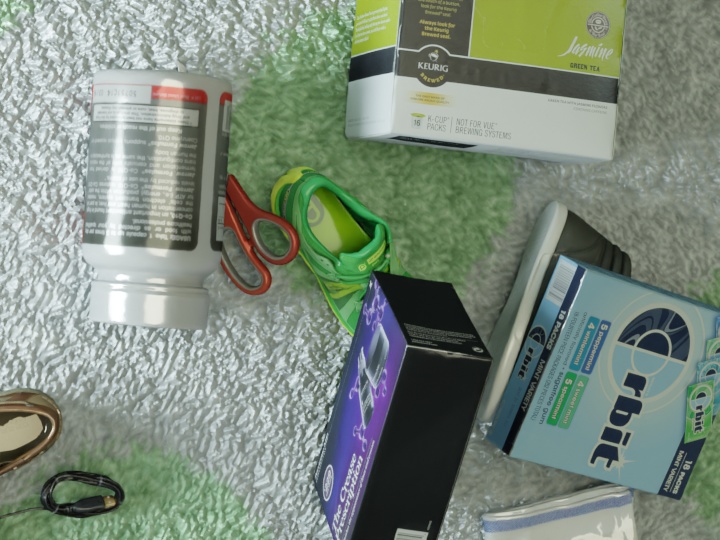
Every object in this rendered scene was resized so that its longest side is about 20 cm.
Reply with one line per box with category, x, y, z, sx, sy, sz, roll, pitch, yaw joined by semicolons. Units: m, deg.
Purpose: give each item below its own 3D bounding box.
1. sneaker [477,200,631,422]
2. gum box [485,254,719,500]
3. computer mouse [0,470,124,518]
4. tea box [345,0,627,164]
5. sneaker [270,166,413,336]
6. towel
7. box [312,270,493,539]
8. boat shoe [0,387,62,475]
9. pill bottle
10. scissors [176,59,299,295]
sneaker;0.172;0.050;1.787;0.099;0.071;0.201;24;80;-11
gum box;0.224;0.094;1.773;0.199;0.045;0.171;16;99;-32
computer mouse;-0.284;0.204;1.667;0.199;0.034;0.059;-15;114;-18
tea box;0.105;-0.197;1.731;0.199;0.134;0.198;6;90;-17
sneaker;0.000;0.000;1.729;0.074;0.084;0.200;-44;103;-12
towel;0.187;0.293;1.823;0.146;0.024;0.201;-10;94;-16
box;0.031;0.123;1.677;0.078;0.141;0.201;10;111;-14
boat shoe;-0.329;0.144;1.639;0.199;0.072;0.076;-24;98;-15
pill bottle;-0.165;-0.056;1.663;0.113;0.114;0.201;4;90;-17
scissors;-0.122;-0.074;1.723;0.073;0.014;0.201;-36;85;24
